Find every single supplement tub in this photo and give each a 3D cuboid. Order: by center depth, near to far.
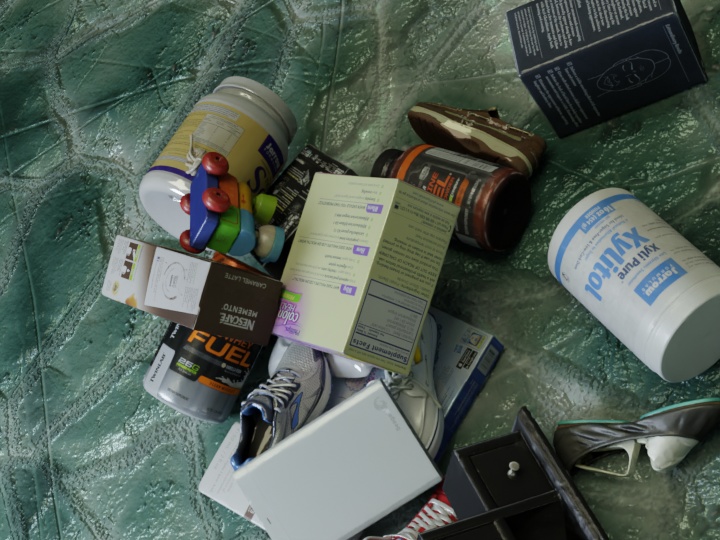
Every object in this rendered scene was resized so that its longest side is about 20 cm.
[{"bbox_3d":[0.313,0.012,1.414,0.132,0.132,0.200,-44,50,2],"label":"supplement tub"},{"bbox_3d":[0.108,-0.097,1.612,0.199,0.107,0.107,20,75,37],"label":"supplement tub"},{"bbox_3d":[-0.187,0.085,1.652,0.122,0.122,0.201,26,91,38],"label":"supplement tub"},{"bbox_3d":[-0.184,-0.142,1.695,0.145,0.146,0.200,13,59,35],"label":"supplement tub"}]

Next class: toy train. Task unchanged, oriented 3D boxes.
[{"bbox_3d":[-0.153,-0.093,1.564,0.085,0.115,0.201,-55,27,33],"label":"toy train"}]

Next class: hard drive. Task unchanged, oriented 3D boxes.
[{"bbox_3d":[-0.026,0.230,1.437,0.199,0.026,0.132,-33,89,6],"label":"hard drive"}]

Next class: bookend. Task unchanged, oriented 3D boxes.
[{"bbox_3d":[0.128,0.268,1.343,0.198,0.092,0.200,-12,49,-21],"label":"bookend"}]

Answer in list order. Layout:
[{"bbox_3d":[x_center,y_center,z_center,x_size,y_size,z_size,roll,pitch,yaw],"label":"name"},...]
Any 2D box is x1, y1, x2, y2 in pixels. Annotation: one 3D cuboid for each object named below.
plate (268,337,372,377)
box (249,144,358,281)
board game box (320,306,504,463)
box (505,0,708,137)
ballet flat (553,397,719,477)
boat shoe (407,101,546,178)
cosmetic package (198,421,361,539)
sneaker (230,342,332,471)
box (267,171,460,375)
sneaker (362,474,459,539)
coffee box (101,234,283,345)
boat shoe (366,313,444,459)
[{"bbox_3d":[-0.029,0.041,1.617,0.199,0.032,0.200,-6,55,49],"label":"plate"},{"bbox_3d":[-0.066,-0.062,1.654,0.164,0.086,0.200,-48,22,-2],"label":"box"},{"bbox_3d":[0.043,0.134,1.560,0.199,0.043,0.201,26,79,37],"label":"board game box"},{"bbox_3d":[0.300,-0.274,1.568,0.199,0.148,0.108,-19,56,20],"label":"box"},{"bbox_3d":[0.301,0.185,1.373,0.199,0.068,0.069,-15,67,35],"label":"ballet flat"},{"bbox_3d":[0.154,-0.177,1.658,0.202,0.075,0.075,32,69,32],"label":"boat shoe"},{"bbox_3d":[-0.090,0.270,1.545,0.199,0.074,0.102,19,76,38],"label":"cosmetic package"},{"bbox_3d":[-0.096,0.163,1.512,0.077,0.085,0.201,4,63,31],"label":"sneaker"},{"bbox_3d":[0.000,0.000,1.461,0.176,0.096,0.201,10,80,56],"label":"box"},{"bbox_3d":[0.068,0.290,1.414,0.071,0.112,0.201,21,76,36],"label":"sneaker"},{"bbox_3d":[-0.201,0.022,1.516,0.200,0.114,0.080,15,89,48],"label":"coffee box"},{"bbox_3d":[0.051,0.123,1.478,0.074,0.086,0.203,-10,61,26],"label":"boat shoe"}]
